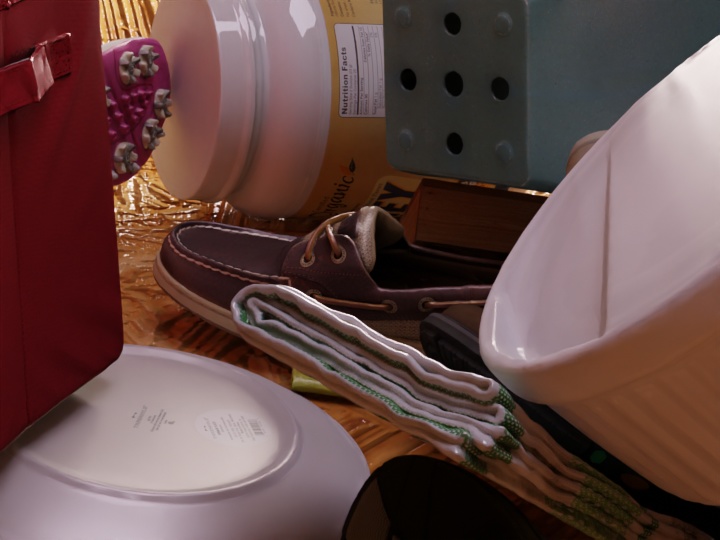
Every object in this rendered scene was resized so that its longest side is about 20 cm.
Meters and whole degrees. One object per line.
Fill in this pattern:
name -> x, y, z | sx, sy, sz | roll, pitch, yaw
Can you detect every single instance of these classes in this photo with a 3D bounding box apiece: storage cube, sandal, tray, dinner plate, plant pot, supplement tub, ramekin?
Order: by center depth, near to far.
ramekin -> 0.144, -0.007, 0.696 | 0.094, 0.202, 0.202 | 46, 18, -14
sandal -> 0.069, 0.135, 0.727 | 0.201, 0.080, 0.057 | 27, -3, 35
storage cube -> -0.211, -0.027, 0.794 | 0.200, 0.180, 0.171 | 4, 20, 17
dinner plate -> -0.092, 0.071, 0.851 | 0.200, 0.024, 0.200 | 9, 24, -4
plant pot -> 0.109, -0.103, 0.998 | 0.141, 0.142, 0.200 | 11, 19, 42
tray -> 0.121, -0.007, 1.035 | 0.200, 0.037, 0.099 | 7, -14, -5
supplement tub -> -0.008, -0.100, 1.124 | 0.200, 0.145, 0.144 | -1, 26, -25

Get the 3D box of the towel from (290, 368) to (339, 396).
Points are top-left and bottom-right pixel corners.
towel -> 0.066, 0.048, 0.974 | 0.200, 0.018, 0.086 | 8, 22, -4

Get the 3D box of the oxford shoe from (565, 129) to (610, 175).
oxford shoe -> 0.153, -0.035, 0.909 | 0.075, 0.058, 0.200 | 3, -12, 36

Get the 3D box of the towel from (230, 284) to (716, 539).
towel -> 0.057, 0.068, 0.765 | 0.200, 0.031, 0.149 | 33, -4, -43

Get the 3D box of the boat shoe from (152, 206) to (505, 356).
boat shoe -> 0.000, 0.000, 0.951 | 0.200, 0.072, 0.072 | 16, 29, 13

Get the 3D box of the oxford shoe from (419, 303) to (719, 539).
oxford shoe -> 0.119, 0.057, 0.873 | 0.200, 0.073, 0.084 | 26, 67, 21

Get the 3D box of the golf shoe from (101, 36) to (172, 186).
golf shoe -> -0.171, -0.064, 1.027 | 0.091, 0.075, 0.200 | 8, 37, 27
